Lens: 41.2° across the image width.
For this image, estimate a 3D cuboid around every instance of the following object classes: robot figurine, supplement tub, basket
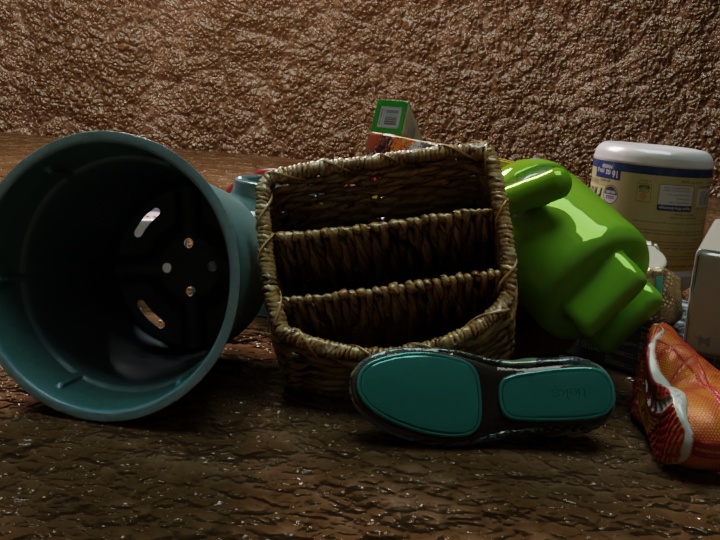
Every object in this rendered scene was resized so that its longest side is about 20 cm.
[{"bbox_3d":[0.174,-0.021,0.851,0.175,0.116,0.200,34,13,-46],"label":"robot figurine"},{"bbox_3d":[0.351,-0.053,1.189,0.143,0.202,0.144,5,11,-1],"label":"supplement tub"},{"bbox_3d":[0.022,0.006,0.754,0.198,0.150,0.143,-6,45,-1],"label":"basket"}]

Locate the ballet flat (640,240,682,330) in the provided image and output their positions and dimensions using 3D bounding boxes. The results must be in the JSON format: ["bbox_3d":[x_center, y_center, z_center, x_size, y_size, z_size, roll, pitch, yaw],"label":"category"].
[{"bbox_3d":[0.285,0.005,0.956,0.070,0.066,0.200,3,12,4],"label":"ballet flat"}]

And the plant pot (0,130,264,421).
[{"bbox_3d":[-0.165,0.001,0.759,0.198,0.202,0.196,7,3,8],"label":"plant pot"}]

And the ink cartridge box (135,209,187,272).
[{"bbox_3d":[-0.291,-0.034,1.101,0.144,0.085,0.200,-1,12,-25],"label":"ink cartridge box"}]

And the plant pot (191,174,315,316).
[{"bbox_3d":[-0.087,-0.036,1.083,0.198,0.136,0.200,5,11,-1],"label":"plant pot"}]

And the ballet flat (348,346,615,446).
[{"bbox_3d":[0.087,0.096,0.710,0.198,0.075,0.074,6,11,-6],"label":"ballet flat"}]

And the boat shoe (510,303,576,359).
[{"bbox_3d":[0.117,0.055,0.898,0.199,0.074,0.062,3,3,-35],"label":"boat shoe"}]

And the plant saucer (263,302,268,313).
[{"bbox_3d":[0.000,0.000,0.939,0.198,0.032,0.201,-1,45,1],"label":"plant saucer"}]

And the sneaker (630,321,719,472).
[{"bbox_3d":[0.255,0.100,0.744,0.076,0.074,0.200,9,22,3],"label":"sneaker"}]

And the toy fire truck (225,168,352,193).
[{"bbox_3d":[-0.086,-0.083,1.229,0.198,0.113,0.168,6,-14,8],"label":"toy fire truck"}]

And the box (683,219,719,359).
[{"bbox_3d":[0.348,0.015,0.877,0.077,0.096,0.200,10,15,22],"label":"box"}]

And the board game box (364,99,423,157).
[{"bbox_3d":[0.047,-0.096,1.196,0.040,0.154,0.200,8,-19,18],"label":"board game box"}]

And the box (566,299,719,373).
[{"bbox_3d":[0.299,0.063,0.968,0.157,0.050,0.199,-7,17,-43],"label":"box"}]

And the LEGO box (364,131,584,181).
[{"bbox_3d":[0.120,-0.090,1.051,0.199,0.078,0.148,7,9,-38],"label":"LEGO box"}]

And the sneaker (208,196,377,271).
[{"bbox_3d":[-0.049,-0.015,0.887,0.198,0.075,0.085,-12,-25,18],"label":"sneaker"}]
